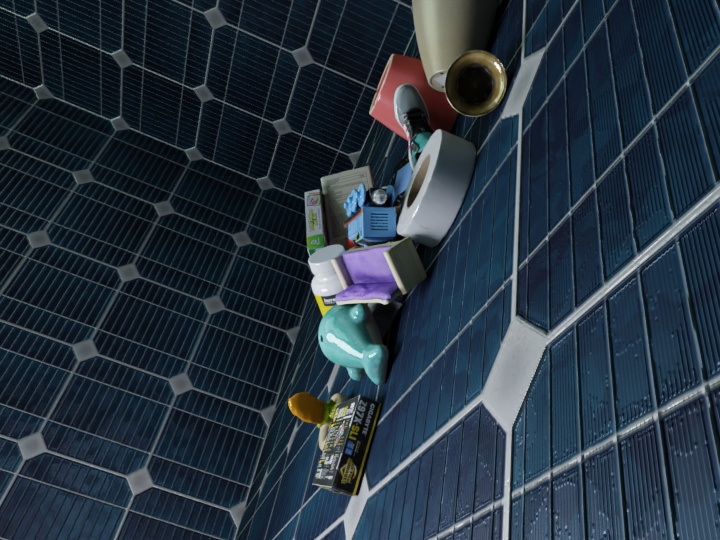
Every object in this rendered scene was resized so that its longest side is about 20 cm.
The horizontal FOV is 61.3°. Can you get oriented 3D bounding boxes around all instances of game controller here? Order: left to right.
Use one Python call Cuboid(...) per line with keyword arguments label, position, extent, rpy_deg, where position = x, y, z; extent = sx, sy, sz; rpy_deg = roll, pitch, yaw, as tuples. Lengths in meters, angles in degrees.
Cuboid(label="game controller", position=(0.108, -0.216, 1.473), extent=(0.103, 0.042, 0.202), rpy_deg=(-24, 36, 35))

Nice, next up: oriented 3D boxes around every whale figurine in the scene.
Cuboid(label="whale figurine", position=(-0.015, 0.140, 1.153), extent=(0.200, 0.102, 0.162), rpy_deg=(-136, 47, -57))

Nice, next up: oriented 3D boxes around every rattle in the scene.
Cuboid(label="rattle", position=(-0.106, 0.325, 1.342), extent=(0.200, 0.140, 0.133), rpy_deg=(169, 103, -74))

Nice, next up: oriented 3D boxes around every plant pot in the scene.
Cuboid(label="plant pot", position=(0.125, -0.388, 1.381), extent=(0.200, 0.175, 0.204), rpy_deg=(-159, 90, -83))
Cuboid(label="plant pot", position=(0.190, -0.483, 1.258), extent=(0.187, 0.184, 0.204), rpy_deg=(142, 135, -75))

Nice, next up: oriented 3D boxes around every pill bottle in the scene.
Cuboid(label="pill bottle", position=(-0.041, 0.052, 1.301), extent=(0.112, 0.109, 0.203), rpy_deg=(-86, -22, -65))

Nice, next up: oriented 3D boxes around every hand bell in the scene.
Cuboid(label="hand bell", position=(0.204, -0.329, 1.095), extent=(0.200, 0.103, 0.106), rpy_deg=(-56, -11, -75))

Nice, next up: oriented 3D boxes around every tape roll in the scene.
Cuboid(label="tape roll", position=(0.134, -0.147, 1.102), extent=(0.202, 0.070, 0.206), rpy_deg=(-159, 89, -82))

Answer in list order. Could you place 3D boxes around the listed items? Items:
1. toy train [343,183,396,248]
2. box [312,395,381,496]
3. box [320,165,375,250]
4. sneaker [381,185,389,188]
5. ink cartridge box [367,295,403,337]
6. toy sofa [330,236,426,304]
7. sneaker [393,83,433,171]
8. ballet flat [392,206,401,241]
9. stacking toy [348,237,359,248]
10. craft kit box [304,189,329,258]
Cuboid(label="toy train", position=(0.016, -0.104, 1.220), extent=(0.200, 0.085, 0.117), rpy_deg=(159, 112, -75))
Cuboid(label="box", position=(-0.029, 0.323, 1.118), extent=(0.200, 0.049, 0.162), rpy_deg=(129, 162, -67))
Cuboid(label="box", position=(-0.015, -0.129, 1.454), extent=(0.110, 0.126, 0.203), rpy_deg=(69, -170, -55))
Cuboid(label="sneaker", position=(0.040, -0.132, 1.701), extent=(0.116, 0.074, 0.202), rpy_deg=(-84, 17, -52))
Cuboid(label="ink cartridge box", position=(0.057, 0.026, 1.267), extent=(0.202, 0.050, 0.110), rpy_deg=(-77, 10, -47))
Cuboid(label="toy sofa", position=(0.019, 0.003, 1.115), extent=(0.097, 0.084, 0.199), rpy_deg=(-31, 13, -29))
Cuboid(label="sneaker", position=(0.126, -0.283, 1.251), extent=(0.121, 0.082, 0.203), rpy_deg=(-131, 21, -70))
Cuboid(label="ballet flat", position=(0.083, -0.104, 1.379), extent=(0.062, 0.070, 0.200), rpy_deg=(-25, -4, 4))
Cuboid(label="stacking toy", position=(0.000, 0.000, 1.370), extent=(0.086, 0.084, 0.203), rpy_deg=(-80, -8, -55))
Cuboid(label="craft kit box", position=(-0.086, -0.051, 1.436), extent=(0.200, 0.048, 0.202), rpy_deg=(-94, -8, -45))
